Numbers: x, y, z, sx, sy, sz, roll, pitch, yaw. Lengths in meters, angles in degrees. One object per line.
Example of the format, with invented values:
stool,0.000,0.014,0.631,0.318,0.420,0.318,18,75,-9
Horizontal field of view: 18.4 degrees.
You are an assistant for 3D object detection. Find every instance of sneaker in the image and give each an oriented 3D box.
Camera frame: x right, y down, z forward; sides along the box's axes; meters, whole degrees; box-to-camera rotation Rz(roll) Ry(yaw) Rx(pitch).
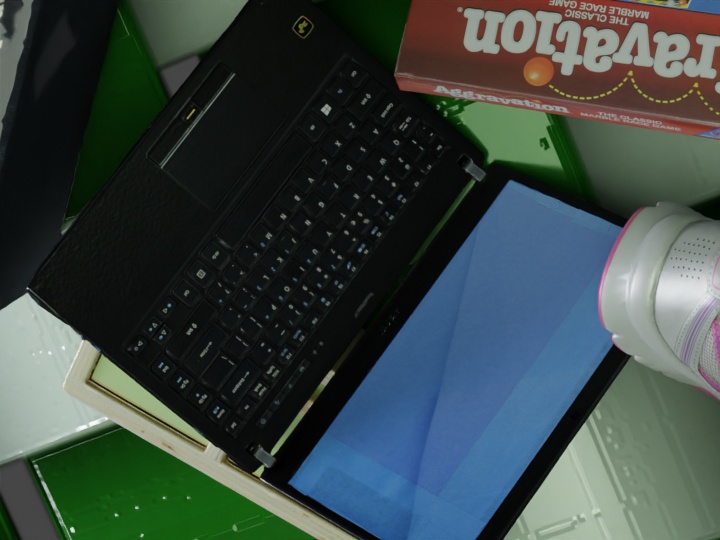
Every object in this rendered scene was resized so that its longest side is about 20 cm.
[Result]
sneaker,0.191,0.043,0.887,0.199,0.088,0.082,28,82,-26

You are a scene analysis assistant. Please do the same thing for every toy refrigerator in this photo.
toy refrigerator,-0.027,0.064,0.996,0.199,0.070,0.076,30,110,7

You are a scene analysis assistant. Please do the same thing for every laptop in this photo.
laptop,0.000,0.000,0.912,0.200,0.103,0.178,41,75,-13

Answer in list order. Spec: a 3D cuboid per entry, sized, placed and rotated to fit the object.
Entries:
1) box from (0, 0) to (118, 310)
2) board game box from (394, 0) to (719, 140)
box,-0.221,-0.105,0.982,0.199,0.117,0.198,19,108,9
board game box,0.121,-0.109,0.913,0.199,0.019,0.104,10,76,13
